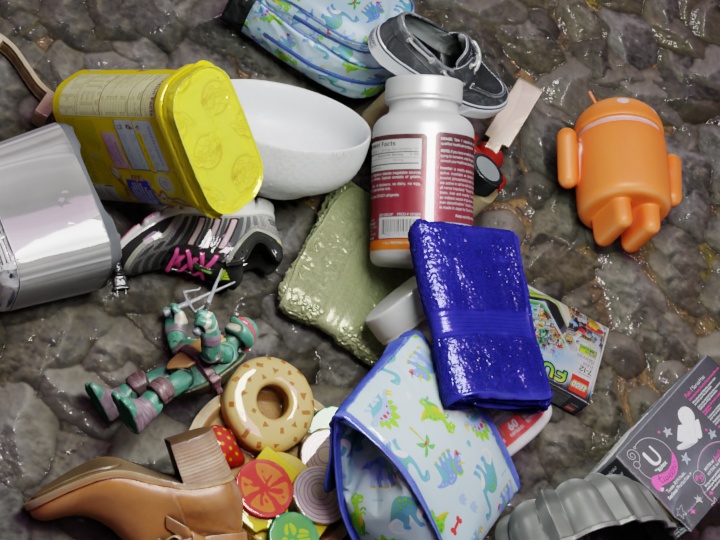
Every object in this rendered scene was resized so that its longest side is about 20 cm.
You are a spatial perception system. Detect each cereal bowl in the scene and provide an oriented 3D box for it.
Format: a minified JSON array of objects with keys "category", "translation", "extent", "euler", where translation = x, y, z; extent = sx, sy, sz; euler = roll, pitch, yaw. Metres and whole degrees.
[{"category":"cereal bowl","translation":[-0.092,-0.133,1.770],"extent":[0.199,0.084,0.200],"euler":[11,24,-5]}]

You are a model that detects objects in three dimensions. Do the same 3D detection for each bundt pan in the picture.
[{"category":"bundt pan","translation":[0.215,0.273,1.651],"extent":[0.201,0.202,0.076],"euler":[-4,53,-27]}]

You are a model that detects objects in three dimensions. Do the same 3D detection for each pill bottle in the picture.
[{"category":"pill bottle","translation":[0.067,-0.104,1.755],"extent":[0.112,0.113,0.201],"euler":[3,86,-24]},{"category":"pill bottle","translation":[0.101,0.103,1.715],"extent":[0.200,0.114,0.114],"euler":[52,54,-6]}]

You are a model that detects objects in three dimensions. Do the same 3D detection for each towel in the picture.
[{"category":"towel","translation":[0.000,0.000,1.794],"extent":[0.148,0.036,0.201],"euler":[32,53,-8]},{"category":"towel","translation":[0.126,0.045,1.649],"extent":[0.147,0.049,0.201],"euler":[7,63,-43]}]

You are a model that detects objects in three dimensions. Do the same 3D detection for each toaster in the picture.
[{"category":"toaster","translation":[-0.325,-0.043,1.617],"extent":[0.129,0.114,0.201],"euler":[-17,74,-28]}]

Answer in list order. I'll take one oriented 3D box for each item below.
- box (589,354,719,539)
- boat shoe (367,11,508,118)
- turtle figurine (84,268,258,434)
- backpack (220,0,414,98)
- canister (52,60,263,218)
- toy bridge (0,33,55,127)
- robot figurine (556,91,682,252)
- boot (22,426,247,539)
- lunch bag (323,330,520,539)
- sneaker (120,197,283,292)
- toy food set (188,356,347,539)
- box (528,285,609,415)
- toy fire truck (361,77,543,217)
[{"category":"box","translation":[0.339,0.210,1.780],"extent":[0.115,0.132,0.200],"euler":[46,53,8]},{"category":"boat shoe","translation":[0.103,-0.234,1.815],"extent":[0.199,0.068,0.072],"euler":[25,51,-33]},{"category":"turtle figurine","translation":[-0.169,0.081,1.611],"extent":[0.200,0.150,0.101],"euler":[-38,97,-25]},{"category":"backpack","translation":[-0.030,-0.290,1.882],"extent":[0.200,0.154,0.163],"euler":[47,50,-3]},{"category":"canister","translation":[-0.209,-0.134,1.643],"extent":[0.087,0.199,0.149],"euler":[-42,124,-36]},{"category":"toy bridge","translation":[-0.402,-0.226,1.732],"extent":[0.199,0.027,0.067],"euler":[31,53,-8]},{"category":"robot figurine","translation":[0.313,-0.124,1.964],"extent":[0.143,0.117,0.201],"euler":[-8,60,13]},{"category":"boot","translation":[-0.206,0.249,1.536],"extent":[0.199,0.074,0.156],"euler":[-16,97,-3]},{"category":"lunch bag","translation":[0.050,0.184,1.609],"extent":[0.170,0.127,0.201],"euler":[-47,119,-51]},{"category":"sneaker","translation":[-0.162,-0.018,1.702],"extent":[0.199,0.074,0.088],"euler":[-12,63,-36]},{"category":"toy food set","translation":[-0.081,0.199,1.635],"extent":[0.198,0.049,0.200],"euler":[39,53,-1]},{"category":"box","translation":[0.179,0.070,1.841],"extent":[0.199,0.035,0.110],"euler":[27,55,-10]},{"category":"toy fire truck","translation":[0.116,-0.171,1.909],"extent":[0.176,0.129,0.200],"euler":[46,34,-2]}]
